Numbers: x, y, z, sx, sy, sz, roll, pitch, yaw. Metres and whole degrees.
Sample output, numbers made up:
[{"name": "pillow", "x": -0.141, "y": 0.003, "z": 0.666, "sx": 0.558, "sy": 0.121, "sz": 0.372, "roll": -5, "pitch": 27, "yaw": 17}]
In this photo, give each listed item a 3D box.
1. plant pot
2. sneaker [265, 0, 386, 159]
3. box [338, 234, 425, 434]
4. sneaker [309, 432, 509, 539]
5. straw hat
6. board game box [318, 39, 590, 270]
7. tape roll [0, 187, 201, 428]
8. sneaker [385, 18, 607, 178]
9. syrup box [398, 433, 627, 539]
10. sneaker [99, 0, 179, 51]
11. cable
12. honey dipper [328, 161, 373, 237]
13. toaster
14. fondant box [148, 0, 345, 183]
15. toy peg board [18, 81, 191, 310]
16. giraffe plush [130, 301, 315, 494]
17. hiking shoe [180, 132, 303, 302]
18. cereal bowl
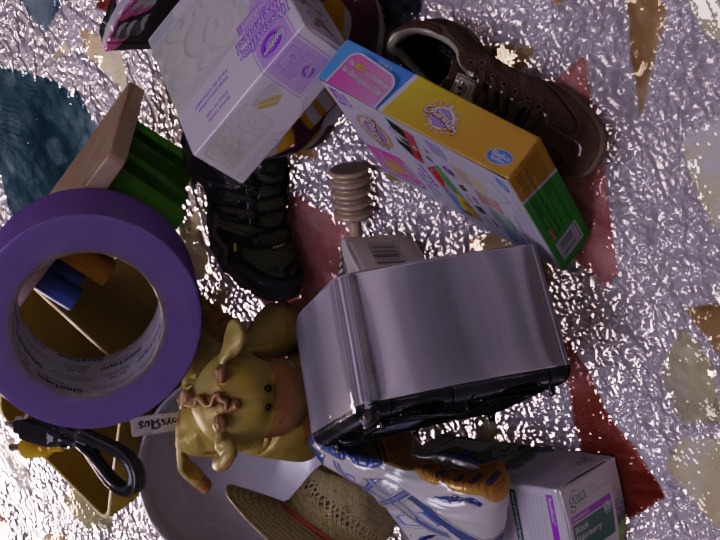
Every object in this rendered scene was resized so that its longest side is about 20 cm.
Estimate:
[{"name": "plant pot", "x": -0.246, "y": 0.100, "z": 1.540, "sx": 0.200, "sy": 0.176, "sz": 0.201, "roll": 37, "pitch": 130, "yaw": 31}, {"name": "sneaker", "x": -0.048, "y": -0.170, "z": 1.279, "sx": 0.075, "sy": 0.090, "sz": 0.200, "roll": 48, "pitch": 135, "yaw": 21}, {"name": "box", "x": 0.015, "y": 0.073, "z": 1.315, "sx": 0.082, "sy": 0.068, "sz": 0.201, "roll": -118, "pitch": 29, "yaw": -60}, {"name": "sneaker", "x": 0.035, "y": 0.186, "z": 1.234, "sx": 0.199, "sy": 0.075, "sz": 0.089, "roll": 18, "pitch": 120, "yaw": 39}, {"name": "straw hat", "x": -0.018, "y": 0.223, "z": 1.320, "sx": 0.201, "sy": 0.201, "sz": 0.085, "roll": 37, "pitch": 90, "yaw": 31}, {"name": "board game box", "x": 0.074, "y": -0.090, "z": 1.154, "sx": 0.200, "sy": 0.040, "sz": 0.153, "roll": 32, "pitch": 170, "yaw": 33}, {"name": "tape roll", "x": -0.244, "y": 0.033, "z": 1.311, "sx": 0.085, "sy": 0.199, "sz": 0.201, "roll": -115, "pitch": 20, "yaw": -68}, {"name": "sneaker", "x": 0.099, "y": -0.131, "z": 1.143, "sx": 0.200, "sy": 0.075, "sz": 0.071, "roll": 38, "pitch": 119, "yaw": 30}, {"name": "syrup box", "x": 0.124, "y": 0.199, "z": 1.264, "sx": 0.199, "sy": 0.079, "sz": 0.082, "roll": 2, "pitch": 108, "yaw": 46}, {"name": "sneaker", "x": -0.200, "y": -0.299, "z": 1.410, "sx": 0.200, "sy": 0.080, "sz": 0.087, "roll": -51, "pitch": 57, "yaw": 37}, {"name": "cable", "x": -0.281, "y": 0.158, "z": 1.457, "sx": 0.199, "sy": 0.050, "sz": 0.098, "roll": 13, "pitch": 99, "yaw": 30}, {"name": "honey dipper", "x": 0.000, "y": 0.000, "z": 1.348, "sx": 0.038, "sy": 0.038, "sz": 0.201, "roll": 16, "pitch": 122, "yaw": 42}, {"name": "toaster", "x": 0.053, "y": 0.064, "z": 1.159, "sx": 0.200, "sy": 0.180, "sz": 0.119, "roll": 135, "pitch": 124, "yaw": -71}, {"name": "fondant box", "x": -0.099, "y": -0.190, "z": 1.245, "sx": 0.144, "sy": 0.058, "sz": 0.200, "roll": -47, "pitch": 39, "yaw": 17}, {"name": "toy peg board", "x": -0.250, "y": -0.052, "z": 1.441, "sx": 0.098, "sy": 0.200, "sz": 0.199, "roll": 33, "pitch": 110, "yaw": -17}, {"name": "giraffe plush", "x": -0.107, "y": 0.111, "z": 1.338, "sx": 0.173, "sy": 0.199, "sz": 0.162, "roll": 65, "pitch": 164, "yaw": 2}, {"name": "hiking shoe", "x": -0.103, "y": -0.068, "z": 1.393, "sx": 0.101, "sy": 0.075, "sz": 0.201, "roll": -35, "pitch": 80, "yaw": 51}, {"name": "cereal bowl", "x": -0.122, "y": 0.195, "z": 1.464, "sx": 0.083, "sy": 0.199, "sz": 0.201, "roll": 127, "pitch": 118, "yaw": -84}]
